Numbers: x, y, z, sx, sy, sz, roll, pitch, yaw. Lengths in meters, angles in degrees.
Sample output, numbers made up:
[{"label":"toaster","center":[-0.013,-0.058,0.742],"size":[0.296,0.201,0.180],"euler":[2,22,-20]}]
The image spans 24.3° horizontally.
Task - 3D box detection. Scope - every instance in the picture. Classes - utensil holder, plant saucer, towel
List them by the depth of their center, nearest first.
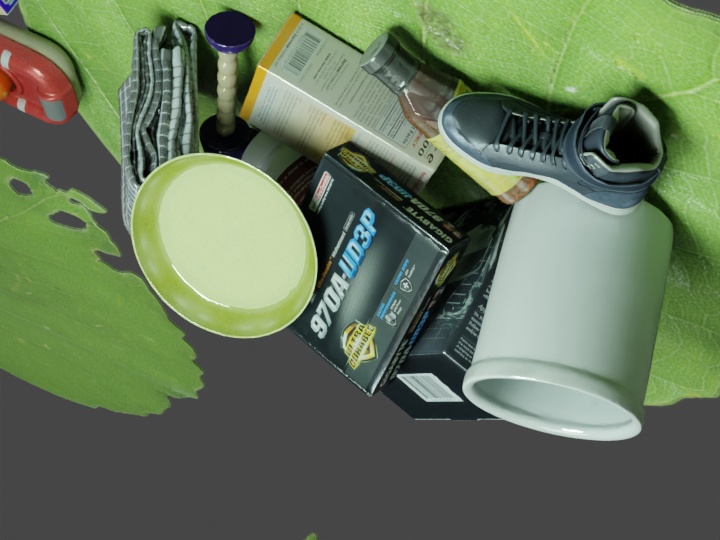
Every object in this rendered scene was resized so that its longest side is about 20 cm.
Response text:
[{"label":"utensil holder","center":[0.201,0.038,1.577],"size":[0.170,0.200,0.170],"euler":[14,162,5]},{"label":"plant saucer","center":[-0.130,-0.028,1.638],"size":[0.199,0.031,0.200],"euler":[10,120,18]},{"label":"towel","center":[-0.213,-0.142,1.757],"size":[0.085,0.201,0.166],"euler":[0,160,-7]}]

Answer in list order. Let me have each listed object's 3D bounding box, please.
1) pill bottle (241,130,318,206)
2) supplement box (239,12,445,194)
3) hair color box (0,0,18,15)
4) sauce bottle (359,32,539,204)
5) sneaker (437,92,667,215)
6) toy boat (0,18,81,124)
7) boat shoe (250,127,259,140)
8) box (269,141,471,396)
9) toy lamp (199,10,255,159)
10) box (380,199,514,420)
[{"label":"pill bottle","center":[-0.035,-0.065,1.750],"size":[0.200,0.113,0.113],"euler":[48,166,24]},{"label":"supplement box","center":[-0.010,-0.152,1.649],"size":[0.200,0.074,0.126],"euler":[32,157,-2]},{"label":"hair color box","center":[-0.447,-0.362,1.769],"size":[0.109,0.065,0.200],"euler":[12,153,37]},{"label":"sauce bottle","center":[0.085,-0.143,1.559],"size":[0.200,0.066,0.066],"euler":[37,157,-21]},{"label":"sneaker","center":[0.171,-0.121,1.463],"size":[0.202,0.077,0.146],"euler":[20,169,1]},{"label":"toy boat","center":[-0.437,-0.218,1.970],"size":[0.200,0.131,0.131],"euler":[25,157,14]},{"label":"boat shoe","center":[-0.088,-0.093,1.887],"size":[0.065,0.072,0.200],"euler":[4,145,27]},{"label":"box","center":[0.000,0.000,1.627],"size":[0.159,0.046,0.200],"euler":[40,127,17]},{"label":"toy lamp","center":[-0.137,-0.179,1.726],"size":[0.058,0.058,0.200],"euler":[26,143,11]},{"label":"box","center":[0.114,0.042,1.741],"size":[0.124,0.197,0.200],"euler":[41,156,-23]}]
